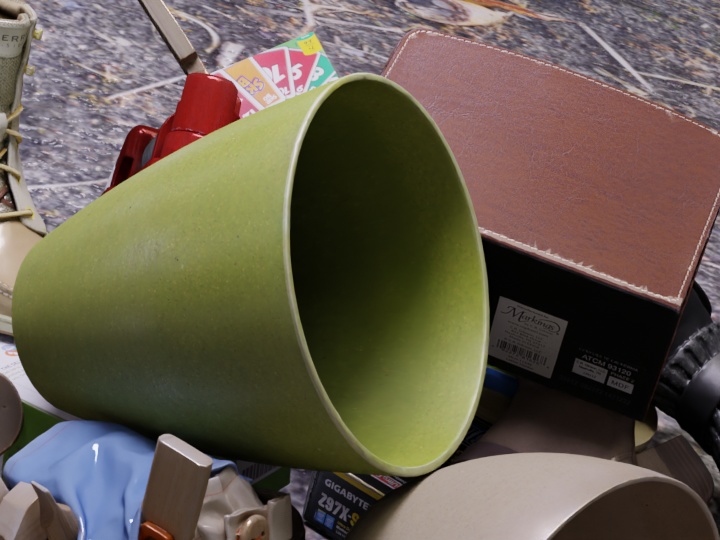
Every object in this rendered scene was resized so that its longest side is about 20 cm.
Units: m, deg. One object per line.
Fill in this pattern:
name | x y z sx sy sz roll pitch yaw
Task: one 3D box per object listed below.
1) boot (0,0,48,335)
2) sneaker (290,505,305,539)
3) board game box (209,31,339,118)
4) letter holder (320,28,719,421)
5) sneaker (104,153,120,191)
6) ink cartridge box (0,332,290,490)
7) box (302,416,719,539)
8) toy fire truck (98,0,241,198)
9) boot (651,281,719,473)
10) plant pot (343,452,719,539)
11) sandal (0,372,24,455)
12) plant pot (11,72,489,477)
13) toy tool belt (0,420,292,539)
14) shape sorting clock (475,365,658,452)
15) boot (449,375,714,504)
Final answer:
boot | -0.210 -0.068 1.122 0.072 0.156 0.200 -7 37 -43
sneaker | -0.047 0.193 0.974 0.075 0.071 0.201 31 31 -7
board game box | -0.037 -0.071 1.318 0.095 0.030 0.201 -23 56 -7
letter holder | 0.090 -0.032 1.085 0.198 0.101 0.143 20 52 9
sneaker | -0.087 -0.025 1.345 0.198 0.071 0.073 20 26 7
ink cartridge box | -0.154 0.076 1.113 0.199 0.077 0.147 20 25 28
box | 0.091 0.147 1.141 0.199 0.050 0.159 30 27 26
toy fire truck | -0.123 -0.080 1.231 0.127 0.202 0.176 16 -11 -13
boot | 0.193 0.058 1.190 0.210 0.079 0.159 25 30 -51
plant pot | 0.059 0.169 0.933 0.134 0.202 0.199 22 24 40
sandal | -0.279 0.093 1.028 0.209 0.079 0.070 -9 -7 -10
plant pot | -0.066 0.015 0.972 0.198 0.189 0.187 -9 13 31
toy tool belt | -0.122 0.114 0.923 0.199 0.124 0.125 8 37 43
shape sorting clock | 0.093 0.055 1.228 0.198 0.039 0.201 21 26 -11
boot | 0.097 0.095 1.081 0.145 0.071 0.200 -22 55 -36
